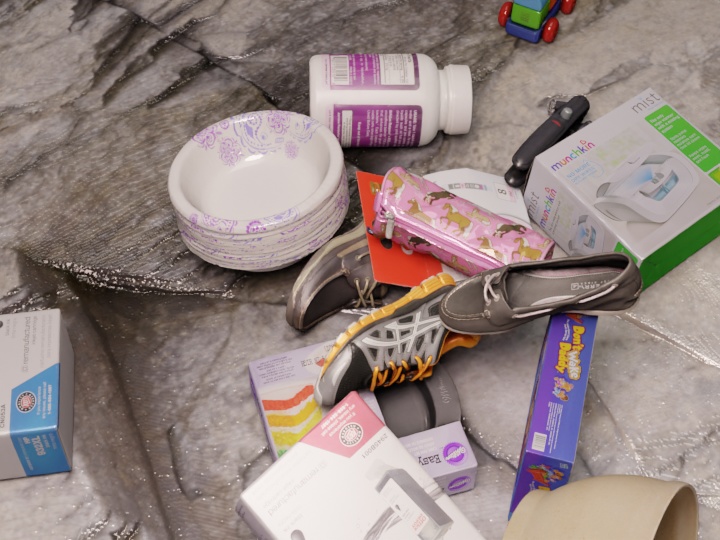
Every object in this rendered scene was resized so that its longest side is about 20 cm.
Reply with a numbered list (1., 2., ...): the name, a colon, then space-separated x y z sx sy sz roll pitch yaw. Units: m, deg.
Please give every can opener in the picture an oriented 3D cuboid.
1. can opener: 0.231 -0.159 1.311 0.078 0.064 0.199 30 39 23

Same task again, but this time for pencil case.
1. pencil case: 0.106 -0.034 1.131 0.198 0.083 0.087 26 64 11

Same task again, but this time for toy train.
1. toy train: 0.267 -0.419 1.504 0.084 0.117 0.201 23 55 16

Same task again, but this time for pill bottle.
1. pill bottle: 0.035 -0.209 1.336 0.196 0.113 0.114 -1 51 -3

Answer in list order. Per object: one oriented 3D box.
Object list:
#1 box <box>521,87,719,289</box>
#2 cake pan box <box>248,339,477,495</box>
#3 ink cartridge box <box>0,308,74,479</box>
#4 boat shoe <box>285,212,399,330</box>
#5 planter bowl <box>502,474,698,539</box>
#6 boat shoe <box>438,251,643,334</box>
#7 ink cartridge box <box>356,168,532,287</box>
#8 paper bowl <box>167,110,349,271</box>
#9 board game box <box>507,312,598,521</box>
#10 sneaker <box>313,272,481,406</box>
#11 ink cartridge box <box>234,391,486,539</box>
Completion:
1. box: 0.318 -0.089 1.259 0.198 0.097 0.177 -30 63 -23
2. cake pan box: 0.003 0.153 1.091 0.197 0.053 0.186 -12 55 -12
3. ink cartridge box: -0.390 0.128 1.074 0.196 0.084 0.147 -6 53 -7
4. boat shoe: 0.000 0.000 1.195 0.073 0.075 0.200 34 59 23
5. planter bowl: 0.196 0.264 0.932 0.133 0.202 0.201 12 50 30
6. boat shoe: 0.167 0.014 1.031 0.196 0.057 0.068 -8 55 13
7. ink cartridge box: 0.103 -0.047 1.209 0.197 0.057 0.165 13 47 -27
8. paper bowl: -0.110 -0.079 1.222 0.197 0.105 0.203 -4 44 4
9. board game box: 0.190 0.130 1.060 0.044 0.136 0.202 12 53 9
10. sneaker: 0.038 0.078 1.074 0.199 0.079 0.077 -33 68 -24
11. ink cartridge box: 0.005 0.234 0.962 0.145 0.085 0.200 -40 82 -19
